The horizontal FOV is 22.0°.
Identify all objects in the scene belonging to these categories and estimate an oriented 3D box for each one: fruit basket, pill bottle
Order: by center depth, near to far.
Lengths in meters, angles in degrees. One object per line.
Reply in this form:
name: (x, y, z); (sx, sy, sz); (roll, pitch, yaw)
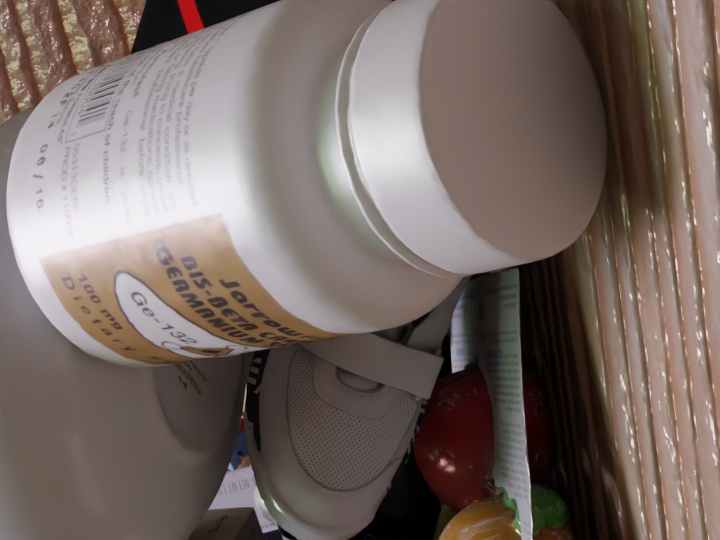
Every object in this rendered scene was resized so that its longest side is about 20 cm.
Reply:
pill bottle: (-0.021, -0.033, 0.630); (0.199, 0.114, 0.115); (-11, 93, 44)
fruit basket: (0.063, 0.103, 0.787); (0.185, 0.093, 0.202); (147, 125, -84)

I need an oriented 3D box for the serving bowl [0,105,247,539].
serving bowl: (-0.094, 0.031, 0.755); (0.200, 0.065, 0.202); (-2, -90, -69)

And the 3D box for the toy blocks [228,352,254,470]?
toy blocks: (-0.090, 0.043, 0.978); (0.199, 0.100, 0.137); (13, 142, 38)

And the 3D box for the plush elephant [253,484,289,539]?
plush elephant: (-0.037, 0.192, 1.005); (0.164, 0.154, 0.202); (-8, -86, -54)

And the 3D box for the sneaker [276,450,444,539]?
sneaker: (0.002, 0.157, 0.881); (0.073, 0.111, 0.202); (-10, 68, 45)

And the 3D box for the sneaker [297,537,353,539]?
sneaker: (0.001, 0.189, 0.815); (0.083, 0.071, 0.201); (-86, -10, -47)

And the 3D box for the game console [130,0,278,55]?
game console: (-0.067, -0.107, 0.893); (0.201, 0.031, 0.178); (-113, 38, -48)

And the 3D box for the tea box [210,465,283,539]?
tea box: (-0.029, 0.232, 1.304); (0.134, 0.198, 0.198); (102, 153, -76)

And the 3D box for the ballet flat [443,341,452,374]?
ballet flat: (0.034, 0.071, 1.089); (0.064, 0.067, 0.200); (50, -177, -17)

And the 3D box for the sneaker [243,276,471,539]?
sneaker: (0.009, 0.005, 0.735); (0.115, 0.075, 0.201); (127, 161, -70)

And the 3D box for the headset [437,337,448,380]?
headset: (0.000, 0.000, 0.905); (0.200, 0.093, 0.125); (-7, -79, -84)

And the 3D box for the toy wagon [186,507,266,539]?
toy wagon: (-0.053, 0.211, 0.818); (0.155, 0.039, 0.202); (-50, -44, -80)
